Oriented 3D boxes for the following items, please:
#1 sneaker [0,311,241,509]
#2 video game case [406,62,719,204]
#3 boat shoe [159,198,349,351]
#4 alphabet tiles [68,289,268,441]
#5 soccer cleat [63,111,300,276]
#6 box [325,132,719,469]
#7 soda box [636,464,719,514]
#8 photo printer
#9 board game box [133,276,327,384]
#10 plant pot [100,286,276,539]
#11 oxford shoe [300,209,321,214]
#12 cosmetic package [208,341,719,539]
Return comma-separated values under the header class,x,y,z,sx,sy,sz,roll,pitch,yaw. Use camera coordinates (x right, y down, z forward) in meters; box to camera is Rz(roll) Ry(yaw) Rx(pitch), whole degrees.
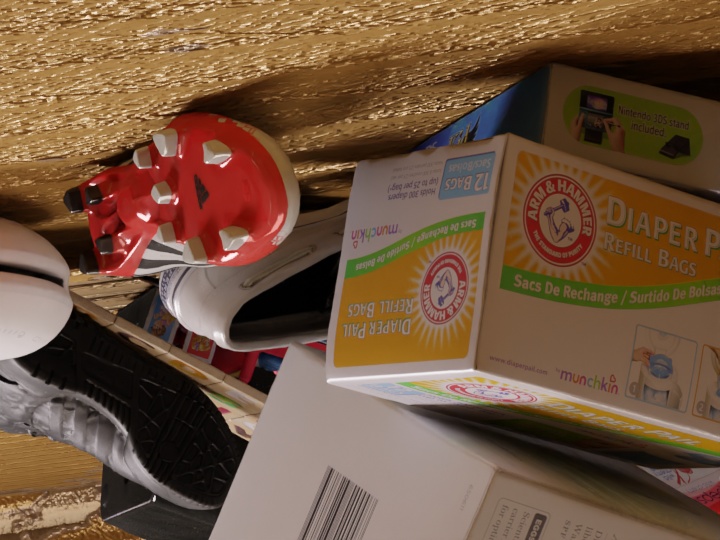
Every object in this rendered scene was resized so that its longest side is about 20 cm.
class,x,y,z,sx,sy,sz,roll,pitch,yaw
sneaker,-0.162,0.065,1.487,0.200,0.060,0.104,40,152,-24
video game case,0.131,-0.036,1.277,0.181,0.046,0.200,13,167,-17
boat shoe,0.000,0.000,1.360,0.199,0.072,0.066,-8,-146,-35
alphabet tiles,-0.125,0.049,1.519,0.200,0.008,0.167,29,166,-13
soccer cleat,-0.062,-0.034,1.214,0.085,0.069,0.200,-14,179,-27
box,0.099,0.019,1.199,0.199,0.102,0.112,16,166,-33
soda box,0.213,0.025,1.396,0.063,0.200,0.070,34,154,-11
photo printer,-0.249,0.016,1.354,0.199,0.070,0.166,-10,172,16
board game box,-0.060,0.044,1.541,0.199,0.039,0.158,20,179,-8
plant pot,-0.059,0.090,1.701,0.177,0.200,0.200,7,168,-17
oxford shoe,-0.035,-0.006,1.479,0.074,0.071,0.200,12,177,24
cosmetic package,0.068,0.138,1.271,0.199,0.123,0.199,21,-176,-32
